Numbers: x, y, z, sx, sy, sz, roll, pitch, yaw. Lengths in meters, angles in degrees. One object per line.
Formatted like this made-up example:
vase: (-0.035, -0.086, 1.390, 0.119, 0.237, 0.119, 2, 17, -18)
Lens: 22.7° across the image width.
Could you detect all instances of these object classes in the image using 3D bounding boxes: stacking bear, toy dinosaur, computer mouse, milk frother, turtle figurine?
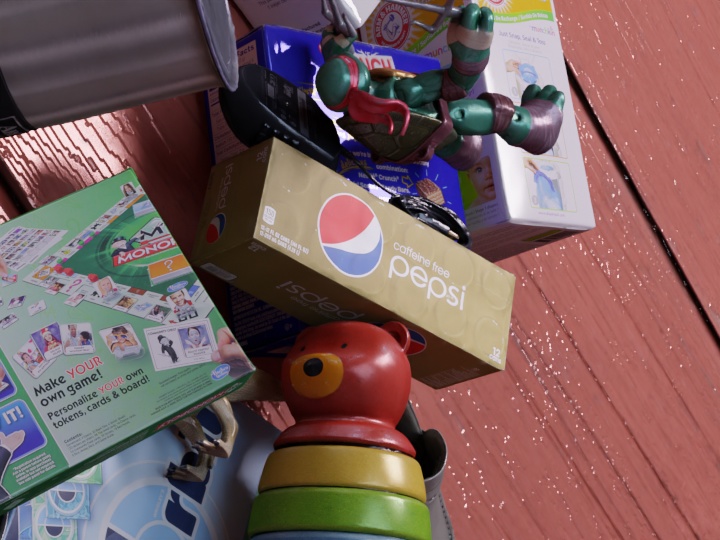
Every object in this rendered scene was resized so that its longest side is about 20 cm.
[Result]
stacking bear: (-0.012, 0.126, 1.021, 0.114, 0.121, 0.201, 27, 62, -55)
toy dinosaur: (-0.089, 0.063, 1.017, 0.199, 0.058, 0.102, 29, 52, -39)
computer mouse: (-0.011, -0.059, 1.098, 0.200, 0.034, 0.059, 35, 27, -24)
milk frother: (-0.176, -0.178, 0.954, 0.181, 0.187, 0.201, -90, 167, -73)
turtle figurine: (0.029, -0.112, 1.092, 0.199, 0.149, 0.101, 20, 86, -48)

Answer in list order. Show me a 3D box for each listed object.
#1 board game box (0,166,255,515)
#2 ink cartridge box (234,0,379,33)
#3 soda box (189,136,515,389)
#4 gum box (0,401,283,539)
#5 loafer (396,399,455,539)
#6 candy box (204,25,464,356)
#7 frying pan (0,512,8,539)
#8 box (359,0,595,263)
board game box: (-0.171, 0.042, 0.932, 0.199, 0.029, 0.135, -26, 77, -30)
ink cartridge box: (-0.056, -0.269, 1.220, 0.200, 0.083, 0.145, 53, 44, -21)
soda box: (0.000, 0.000, 1.068, 0.199, 0.064, 0.068, 29, 58, -33)
gum box: (-0.119, 0.137, 1.031, 0.200, 0.044, 0.171, 40, 50, -32)
loafer: (0.025, 0.131, 1.152, 0.200, 0.069, 0.070, 60, 38, -42)
candy box: (-0.012, -0.046, 1.182, 0.168, 0.077, 0.202, 4, 74, -44)
frying pan: (-0.235, 0.080, 0.929, 0.114, 0.031, 0.191, 21, 46, -32)
box: (0.081, -0.115, 1.296, 0.101, 0.112, 0.201, 4, 74, -46)
